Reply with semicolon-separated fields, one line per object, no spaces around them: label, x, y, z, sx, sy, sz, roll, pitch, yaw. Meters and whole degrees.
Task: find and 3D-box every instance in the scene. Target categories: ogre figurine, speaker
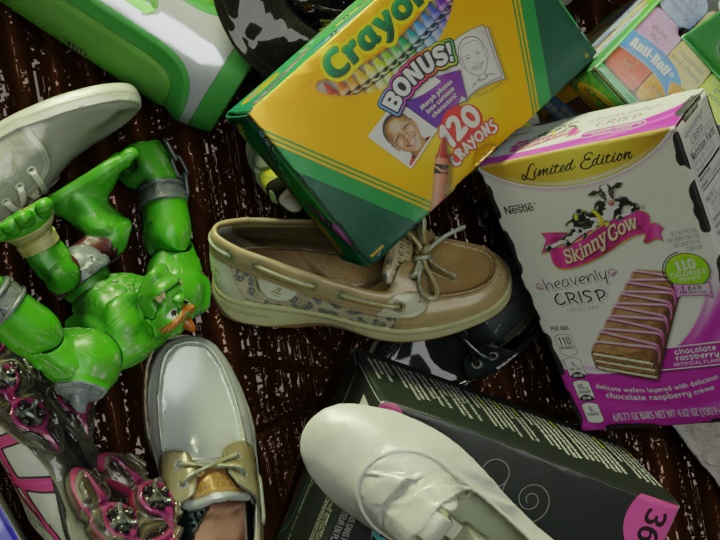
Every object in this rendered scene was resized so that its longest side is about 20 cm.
ogre figurine;-0.159;0.002;0.823;0.098;0.200;0.120;-27;101;19
speaker;-0.162;-0.174;0.860;0.199;0.088;0.089;33;78;-8

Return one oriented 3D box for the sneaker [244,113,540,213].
sneaker;0.026;-0.072;0.889;0.199;0.076;0.077;-9;46;-5

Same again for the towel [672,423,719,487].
towel;0.273;0.076;0.910;0.132;0.035;0.200;-31;108;27

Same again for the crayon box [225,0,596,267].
crayon box;0.032;-0.113;0.814;0.200;0.058;0.119;-43;106;-11

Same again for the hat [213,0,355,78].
hat;-0.015;-0.207;0.864;0.199;0.081;0.202;-1;95;-15

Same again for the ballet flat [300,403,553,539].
ballet flat;0.055;0.143;0.737;0.200;0.069;0.070;38;78;-12

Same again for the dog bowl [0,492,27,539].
dog bowl;-0.232;0.159;0.753;0.079;0.200;0.201;-30;92;-16

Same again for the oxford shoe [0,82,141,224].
oxford shoe;-0.224;-0.057;0.840;0.199;0.075;0.058;-29;80;-7

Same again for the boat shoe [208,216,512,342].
boat shoe;0.000;0.000;0.864;0.199;0.063;0.074;-1;46;0

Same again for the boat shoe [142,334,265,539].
boat shoe;-0.094;0.138;0.855;0.074;0.068;0.201;-12;87;-14

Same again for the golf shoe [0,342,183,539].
golf shoe;-0.196;0.117;0.829;0.072;0.092;0.200;-18;64;-49

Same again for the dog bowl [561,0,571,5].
dog bowl;0.120;-0.283;0.915;0.199;0.059;0.201;2;83;-13

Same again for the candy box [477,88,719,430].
candy box;0.174;0.000;0.832;0.061;0.136;0.201;-44;117;-47

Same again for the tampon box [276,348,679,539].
tampon box;0.067;0.161;0.841;0.199;0.126;0.151;20;98;-11

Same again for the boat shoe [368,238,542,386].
boat shoe;0.085;0.031;0.907;0.199;0.066;0.075;-33;93;-14

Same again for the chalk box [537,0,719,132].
chalk box;0.209;-0.117;0.882;0.124;0.200;0.124;46;77;-5

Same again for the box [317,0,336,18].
box;0.049;-0.212;0.939;0.200;0.035;0.110;-42;94;-13
